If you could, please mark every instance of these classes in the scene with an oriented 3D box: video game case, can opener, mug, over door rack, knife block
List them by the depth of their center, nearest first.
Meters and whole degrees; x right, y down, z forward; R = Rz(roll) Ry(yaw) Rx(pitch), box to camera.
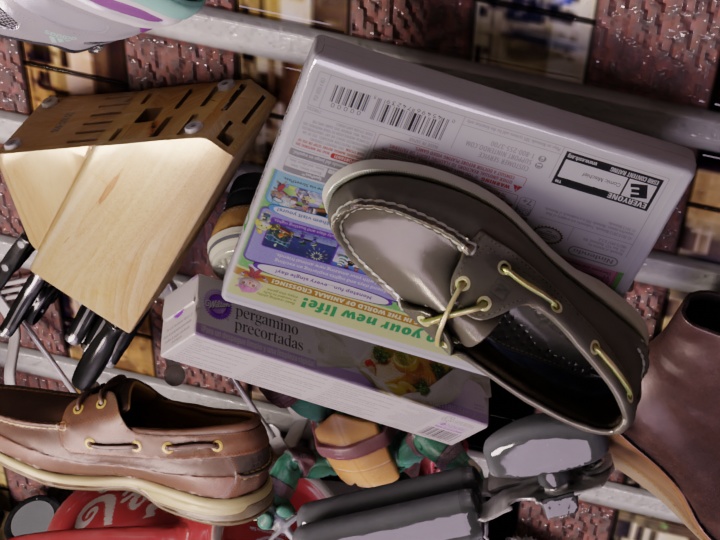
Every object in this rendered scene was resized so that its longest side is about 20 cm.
[{"bbox_3d":[0.046,-0.023,1.161,0.199,0.022,0.182,16,134,-8],"label":"video game case"},{"bbox_3d":[-0.123,-0.011,1.268,0.199,0.064,0.176,-3,123,27],"label":"knife block"},{"bbox_3d":[0.053,0.128,1.323,0.199,0.053,0.067,-18,109,13],"label":"can opener"},{"bbox_3d":[-0.146,0.069,1.430,0.147,0.067,0.200,-9,137,34],"label":"over door rack"},{"bbox_3d":[-0.121,0.199,1.478,0.200,0.177,0.134,-17,98,51],"label":"mug"}]

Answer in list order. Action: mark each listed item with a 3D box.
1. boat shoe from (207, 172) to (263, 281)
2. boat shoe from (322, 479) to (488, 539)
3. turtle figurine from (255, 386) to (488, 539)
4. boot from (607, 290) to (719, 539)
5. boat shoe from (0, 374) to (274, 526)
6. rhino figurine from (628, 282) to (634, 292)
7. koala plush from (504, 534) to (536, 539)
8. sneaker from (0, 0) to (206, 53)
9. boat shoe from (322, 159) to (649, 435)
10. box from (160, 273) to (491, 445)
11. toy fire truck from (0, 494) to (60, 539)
[{"bbox_3d":[0.000,0.000,1.279,0.200,0.062,0.075,25,144,-33],"label":"boat shoe"},{"bbox_3d":[-0.009,0.184,1.531,0.199,0.062,0.072,-6,139,32],"label":"boat shoe"},{"bbox_3d":[-0.005,0.110,1.393,0.149,0.101,0.200,-21,122,13],"label":"turtle figurine"},{"bbox_3d":[0.233,0.098,1.298,0.199,0.073,0.166,27,147,-7],"label":"boot"},{"bbox_3d":[-0.144,0.094,1.356,0.199,0.072,0.068,12,115,17],"label":"boat shoe"},{"bbox_3d":[0.058,-0.030,1.211,0.199,0.060,0.088,22,141,-10],"label":"rhino figurine"},{"bbox_3d":[0.115,0.285,1.540,0.183,0.178,0.200,-5,141,11],"label":"koala plush"},{"bbox_3d":[-0.185,-0.168,1.108,0.140,0.078,0.200,-22,129,42],"label":"sneaker"},{"bbox_3d":[0.065,0.015,1.136,0.201,0.060,0.072,32,131,-22],"label":"boat shoe"},{"bbox_3d":[-0.016,0.052,1.272,0.199,0.039,0.041,18,149,-28],"label":"box"},{"bbox_3d":[-0.251,0.278,1.632,0.175,0.200,0.129,8,145,28],"label":"toy fire truck"}]
